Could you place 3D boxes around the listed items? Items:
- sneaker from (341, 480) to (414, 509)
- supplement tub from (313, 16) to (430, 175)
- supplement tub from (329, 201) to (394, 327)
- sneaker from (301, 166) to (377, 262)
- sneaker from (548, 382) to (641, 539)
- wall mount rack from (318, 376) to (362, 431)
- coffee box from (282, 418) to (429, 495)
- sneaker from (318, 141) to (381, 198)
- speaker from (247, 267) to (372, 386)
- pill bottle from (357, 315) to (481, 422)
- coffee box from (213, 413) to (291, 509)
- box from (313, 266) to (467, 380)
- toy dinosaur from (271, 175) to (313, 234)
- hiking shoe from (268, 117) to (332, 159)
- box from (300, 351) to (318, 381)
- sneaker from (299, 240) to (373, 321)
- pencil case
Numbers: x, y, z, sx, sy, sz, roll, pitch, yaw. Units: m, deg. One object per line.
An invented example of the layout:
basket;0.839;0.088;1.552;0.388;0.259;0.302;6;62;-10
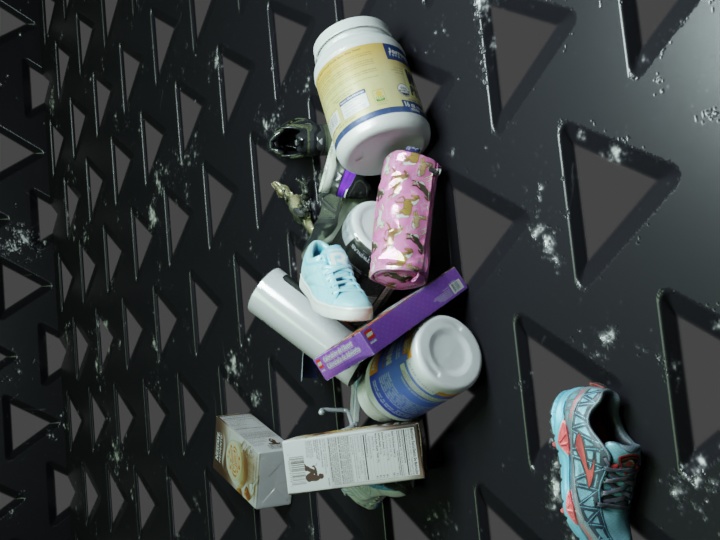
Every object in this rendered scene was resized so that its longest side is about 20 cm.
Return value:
sneaker;0.025;0.338;1.577;0.200;0.075;0.087;1;112;58
supplement tub;0.012;-0.259;1.481;0.144;0.144;0.201;-45;54;50
supplement tub;0.000;0.000;1.535;0.200;0.122;0.123;-56;46;43
sneaker;-0.042;-0.095;1.648;0.200;0.076;0.115;-51;48;43
sneaker;0.276;0.227;1.136;0.095;0.079;0.201;-33;64;52
wall mount rack;-0.034;0.193;1.605;0.174;0.074;0.202;-124;37;-81
coffee box;-0.003;0.270;1.457;0.113;0.198;0.080;44;-142;-81
sneaker;0.002;-0.187;1.571;0.070;0.099;0.201;110;176;-56
speaker;-0.070;0.086;1.501;0.200;0.081;0.081;36;128;13
pill bottle;0.075;0.149;1.428;0.200;0.111;0.113;-40;58;52
coffee box;-0.209;0.365;1.934;0.200;0.079;0.115;22;110;56
box;0.042;0.074;1.400;0.039;0.200;0.137;56;143;2
toy dinosaur;-0.103;-0.109;1.774;0.088;0.047;0.201;101;149;-47
hiking shoe;-0.121;-0.232;1.743;0.200;0.100;0.076;8;98;58
box;-0.081;0.105;1.676;0.200;0.032;0.122;-96;11;-80
sneaker;-0.039;0.010;1.404;0.200;0.073;0.083;35;126;58
pencil case;0.063;-0.071;1.413;0.086;0.082;0.201;143;139;-60
